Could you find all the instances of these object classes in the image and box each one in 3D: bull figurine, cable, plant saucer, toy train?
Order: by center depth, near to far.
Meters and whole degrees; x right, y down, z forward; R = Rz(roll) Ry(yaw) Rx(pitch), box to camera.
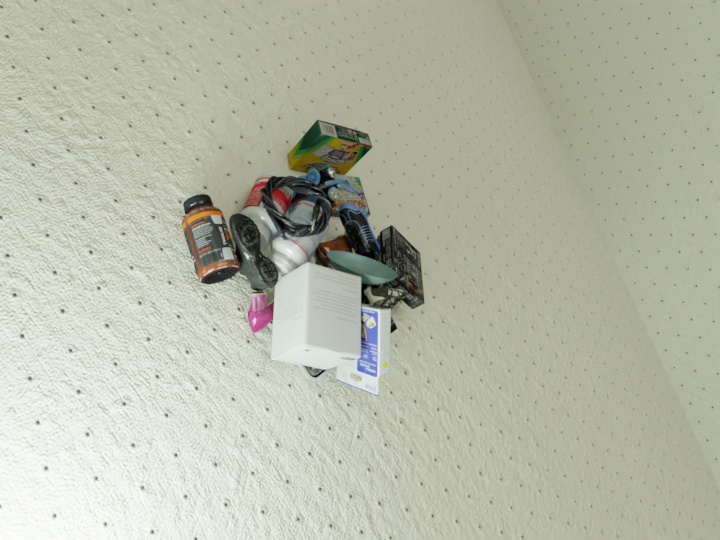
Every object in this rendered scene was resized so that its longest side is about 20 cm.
[{"bbox_3d":[-0.164,-0.173,1.588,0.160,0.051,0.202,-25,65,-18],"label":"cable"},{"bbox_3d":[0.000,0.000,1.650,0.196,0.040,0.201,16,14,-4],"label":"plant saucer"},{"bbox_3d":[-0.131,-0.214,1.749,0.086,0.198,0.117,-25,94,-47],"label":"toy train"},{"bbox_3d":[-0.058,-0.047,1.800,0.199,0.065,0.124,-20,82,-55],"label":"bull figurine"}]

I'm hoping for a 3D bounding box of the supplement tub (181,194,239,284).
[{"bbox_3d":[-0.366,-0.078,1.510,0.105,0.106,0.204,-8,72,-44],"label":"supplement tub"}]

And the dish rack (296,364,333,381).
[{"bbox_3d":[-0.117,0.182,1.632,0.199,0.043,0.174,-34,91,-48],"label":"dish rack"}]

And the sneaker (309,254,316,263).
[{"bbox_3d":[-0.169,-0.036,1.707,0.084,0.078,0.204,15,50,-19],"label":"sneaker"}]

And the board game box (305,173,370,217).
[{"bbox_3d":[-0.067,-0.230,1.932,0.197,0.034,0.138,0,66,-43],"label":"board game box"}]

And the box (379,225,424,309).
[{"bbox_3d":[0.124,-0.011,1.861,0.157,0.049,0.203,40,35,-38],"label":"box"}]

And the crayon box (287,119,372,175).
[{"bbox_3d":[-0.092,-0.357,1.883,0.197,0.172,0.059,4,58,-40],"label":"crayon box"}]

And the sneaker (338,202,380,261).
[{"bbox_3d":[-0.002,-0.099,1.792,0.201,0.069,0.079,54,25,-27],"label":"sneaker"}]

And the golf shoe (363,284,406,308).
[{"bbox_3d":[0.065,0.063,1.700,0.095,0.078,0.200,48,13,7],"label":"golf shoe"}]

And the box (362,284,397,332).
[{"bbox_3d":[-0.004,0.107,1.711,0.203,0.085,0.163,60,23,7],"label":"box"}]

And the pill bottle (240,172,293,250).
[{"bbox_3d":[-0.254,-0.153,1.655,0.111,0.112,0.203,34,47,-22],"label":"pill bottle"}]

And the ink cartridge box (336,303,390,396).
[{"bbox_3d":[0.006,0.185,1.541,0.046,0.196,0.206,-2,95,-33],"label":"ink cartridge box"}]

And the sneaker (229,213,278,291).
[{"bbox_3d":[-0.280,-0.040,1.542,0.075,0.090,0.204,-21,87,-48],"label":"sneaker"}]

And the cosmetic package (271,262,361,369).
[{"bbox_3d":[-0.105,0.115,1.515,0.162,0.164,0.205,16,64,-33],"label":"cosmetic package"}]

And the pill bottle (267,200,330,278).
[{"bbox_3d":[-0.166,-0.074,1.624,0.108,0.108,0.202,39,61,-17],"label":"pill bottle"}]

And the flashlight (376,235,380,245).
[{"bbox_3d":[0.092,-0.016,1.926,0.067,0.067,0.205,13,59,-50],"label":"flashlight"}]

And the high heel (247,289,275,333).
[{"bbox_3d":[-0.207,0.099,1.599,0.198,0.066,0.099,-6,97,-57],"label":"high heel"}]
